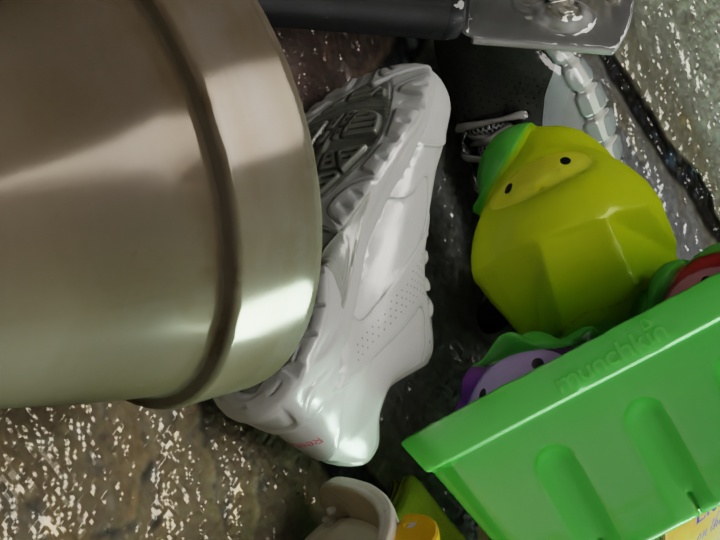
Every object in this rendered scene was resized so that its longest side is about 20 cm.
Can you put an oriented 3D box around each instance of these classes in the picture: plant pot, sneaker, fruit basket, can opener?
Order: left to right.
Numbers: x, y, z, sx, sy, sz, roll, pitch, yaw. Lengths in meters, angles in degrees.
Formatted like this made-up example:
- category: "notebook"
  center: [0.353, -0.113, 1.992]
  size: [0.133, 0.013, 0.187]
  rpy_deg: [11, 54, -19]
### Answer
- category: "plant pot"
  center: [-0.141, -0.026, 0.994]
  size: [0.173, 0.200, 0.200]
  rpy_deg: [-19, 94, -31]
- category: "sneaker"
  center: [0.000, 0.000, 1.217]
  size: [0.099, 0.078, 0.200]
  rpy_deg: [44, 59, -40]
- category: "can opener"
  center: [0.029, -0.127, 1.242]
  size: [0.200, 0.067, 0.053]
  rpy_deg: [3, 74, -9]
- category: "sneaker"
  center: [0.081, -0.030, 1.305]
  size: [0.200, 0.075, 0.116]
  rpy_deg: [56, 48, -23]
- category: "fruit basket"
  center: [0.110, 0.018, 1.198]
  size: [0.156, 0.216, 0.216]
  rpy_deg: [3, 76, -79]

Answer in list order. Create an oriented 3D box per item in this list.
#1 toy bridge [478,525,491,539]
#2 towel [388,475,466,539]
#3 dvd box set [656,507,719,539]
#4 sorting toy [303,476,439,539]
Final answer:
- category: "toy bridge"
  center: [0.092, 0.134, 1.260]
  size: [0.027, 0.067, 0.200]
  rpy_deg: [23, 42, -59]
- category: "towel"
  center: [0.006, 0.194, 1.205]
  size: [0.086, 0.018, 0.200]
  rpy_deg: [54, 45, -31]
- category: "dvd box set"
  center: [0.182, 0.159, 1.337]
  size: [0.146, 0.029, 0.200]
  rpy_deg: [-31, 125, -45]
- category: "sorting toy"
  center: [-0.001, 0.212, 1.115]
  size: [0.200, 0.107, 0.180]
  rpy_deg: [-42, 112, -40]
